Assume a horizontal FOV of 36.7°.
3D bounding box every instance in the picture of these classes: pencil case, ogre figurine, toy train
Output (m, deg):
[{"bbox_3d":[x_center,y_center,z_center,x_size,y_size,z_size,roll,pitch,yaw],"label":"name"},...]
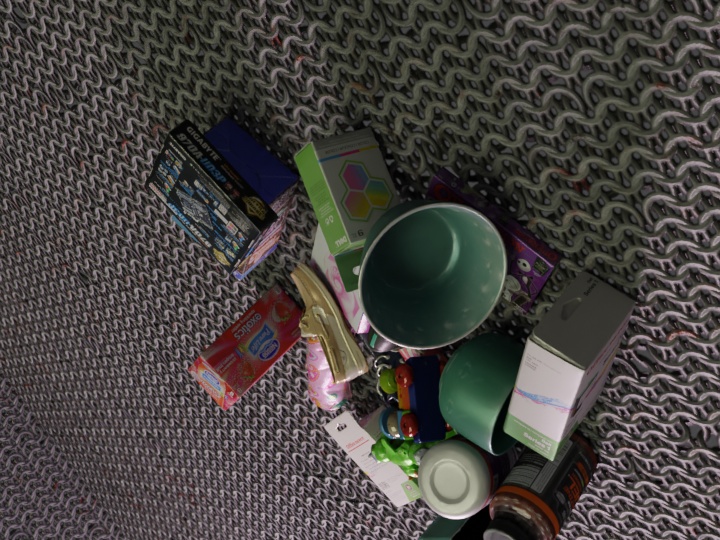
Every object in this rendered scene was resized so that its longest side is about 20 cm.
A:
[{"bbox_3d":[-0.049,0.148,1.835,0.087,0.087,0.202,30,142,23],"label":"pencil case"},{"bbox_3d":[0.088,0.270,1.773,0.198,0.120,0.099,14,135,40],"label":"ogre figurine"},{"bbox_3d":[0.070,0.154,1.617,0.115,0.084,0.203,-17,77,57],"label":"toy train"}]

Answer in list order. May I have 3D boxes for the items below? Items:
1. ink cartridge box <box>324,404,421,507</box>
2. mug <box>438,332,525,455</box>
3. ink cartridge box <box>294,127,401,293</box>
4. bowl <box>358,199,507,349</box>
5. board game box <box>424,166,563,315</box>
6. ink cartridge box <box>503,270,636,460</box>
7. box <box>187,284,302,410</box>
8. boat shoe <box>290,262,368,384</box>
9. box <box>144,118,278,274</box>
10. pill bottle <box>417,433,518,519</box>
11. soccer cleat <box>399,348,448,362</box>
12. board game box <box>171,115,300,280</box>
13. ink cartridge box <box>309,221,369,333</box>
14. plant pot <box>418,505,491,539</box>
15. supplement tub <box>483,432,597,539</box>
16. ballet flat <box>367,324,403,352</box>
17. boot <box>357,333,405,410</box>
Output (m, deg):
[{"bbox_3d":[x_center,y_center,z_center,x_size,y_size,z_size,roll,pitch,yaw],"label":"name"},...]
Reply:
[{"bbox_3d":[0.039,0.314,1.919,0.200,0.067,0.117,47,147,-1],"label":"ink cartridge box"},{"bbox_3d":[0.181,0.177,1.544,0.114,0.152,0.187,29,143,28],"label":"mug"},{"bbox_3d":[-0.003,-0.083,1.469,0.059,0.103,0.202,-29,80,56],"label":"ink cartridge box"},{"bbox_3d":[0.081,-0.012,1.410,0.105,0.199,0.203,-120,6,-62],"label":"bowl"},{"bbox_3d":[0.166,-0.038,1.455,0.199,0.032,0.121,38,141,14],"label":"board game box"},{"bbox_3d":[0.267,0.123,1.399,0.083,0.145,0.201,30,143,21],"label":"ink cartridge box"},{"bbox_3d":[-0.188,0.130,1.864,0.100,0.200,0.095,47,149,-1],"label":"box"},{"bbox_3d":[-0.062,0.086,1.700,0.202,0.069,0.074,60,169,1],"label":"boat shoe"},{"bbox_3d":[-0.226,-0.107,1.627,0.200,0.046,0.159,46,146,1],"label":"box"},{"bbox_3d":[0.170,0.298,1.635,0.111,0.199,0.114,1,92,25],"label":"pill bottle"},{"bbox_3d":[0.112,0.158,1.663,0.199,0.067,0.077,37,109,7],"label":"soccer cleat"},{"bbox_3d":[-0.201,-0.112,1.723,0.159,0.097,0.201,41,146,9],"label":"board game box"},{"bbox_3d":[0.000,0.000,1.616,0.201,0.043,0.197,54,151,26],"label":"ink cartridge box"},{"bbox_3d":[0.191,0.457,1.839,0.142,0.141,0.200,50,154,-6],"label":"plant pot"},{"bbox_3d":[0.255,0.326,1.568,0.106,0.200,0.108,27,143,22],"label":"supplement tub"},{"bbox_3d":[0.076,0.074,1.517,0.068,0.199,0.069,45,122,29],"label":"ballet flat"},{"bbox_3d":[0.051,0.156,1.724,0.200,0.090,0.073,41,146,9],"label":"boot"}]
